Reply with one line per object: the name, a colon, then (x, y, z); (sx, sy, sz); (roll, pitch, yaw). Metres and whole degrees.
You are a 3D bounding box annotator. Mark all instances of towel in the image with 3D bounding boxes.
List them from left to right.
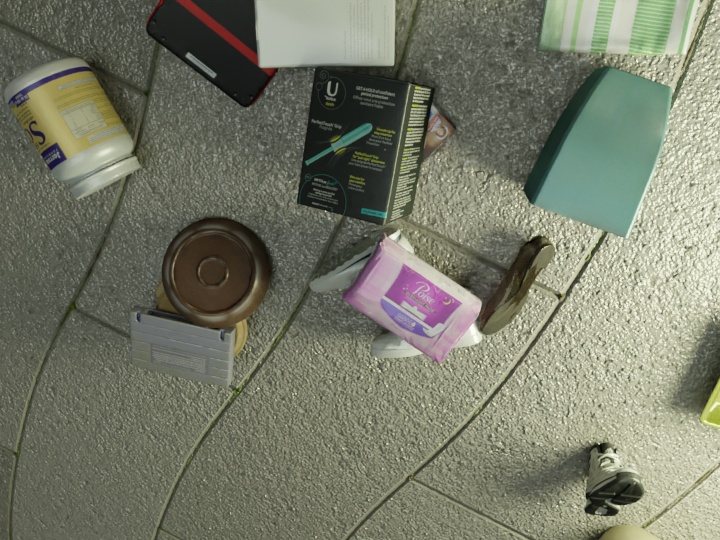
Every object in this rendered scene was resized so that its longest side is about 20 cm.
towel: (0.356, -0.376, 0.812); (0.198, 0.023, 0.154); (7, 115, 11)

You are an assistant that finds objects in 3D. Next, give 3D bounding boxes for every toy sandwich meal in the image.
toy sandwich meal: (-0.307, 0.087, 1.153); (0.203, 0.070, 0.207); (4, 116, 8)

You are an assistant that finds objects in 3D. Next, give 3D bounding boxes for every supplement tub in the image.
supplement tub: (-0.482, -0.239, 1.011); (0.145, 0.146, 0.201); (-22, 105, 21)

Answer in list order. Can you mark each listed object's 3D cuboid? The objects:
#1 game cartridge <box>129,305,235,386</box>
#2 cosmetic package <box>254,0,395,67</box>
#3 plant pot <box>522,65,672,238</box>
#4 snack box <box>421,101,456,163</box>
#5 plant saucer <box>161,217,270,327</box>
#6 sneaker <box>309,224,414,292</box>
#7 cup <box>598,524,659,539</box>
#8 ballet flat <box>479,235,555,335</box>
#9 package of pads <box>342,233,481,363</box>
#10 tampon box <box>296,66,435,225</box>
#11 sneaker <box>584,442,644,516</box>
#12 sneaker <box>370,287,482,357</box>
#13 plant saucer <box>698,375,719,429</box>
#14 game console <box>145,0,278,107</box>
game cartridge: (-0.338, 0.146, 1.129); (0.198, 0.038, 0.130); (12, 121, 4)
cosmetic package: (-0.050, -0.348, 0.868); (0.198, 0.074, 0.102); (0, 107, -2)
plant pot: (0.339, -0.175, 0.842); (0.140, 0.141, 0.201); (20, 108, 5)
snack box: (0.060, -0.184, 0.966); (0.072, 0.024, 0.200); (45, 116, -4)
plant saucer: (-0.264, 0.004, 1.074); (0.198, 0.032, 0.202); (0, 89, 0)
sneaker: (0.000, 0.000, 1.036); (0.199, 0.077, 0.081); (-26, 114, 24)
cup: (0.510, 0.565, 1.104); (0.199, 0.143, 0.202); (5, 113, 12)
ballet flat: (0.254, 0.025, 0.996); (0.046, 0.067, 0.201); (52, 129, 40)
package of pads: (0.082, 0.044, 0.960); (0.199, 0.076, 0.121); (34, 110, -3)
tampon box: (0.009, -0.188, 0.896); (0.149, 0.126, 0.201); (17, 109, 19)
sneaker: (0.428, 0.347, 1.034); (0.075, 0.116, 0.201); (5, 147, 7)
sneaker: (0.104, 0.083, 1.047); (0.198, 0.074, 0.116); (-12, 107, 9)
plant saucer: (0.675, 0.179, 0.953); (0.198, 0.048, 0.201); (14, 115, 8)
game console: (-0.207, -0.377, 0.923); (0.199, 0.031, 0.177); (35, 122, -22)
